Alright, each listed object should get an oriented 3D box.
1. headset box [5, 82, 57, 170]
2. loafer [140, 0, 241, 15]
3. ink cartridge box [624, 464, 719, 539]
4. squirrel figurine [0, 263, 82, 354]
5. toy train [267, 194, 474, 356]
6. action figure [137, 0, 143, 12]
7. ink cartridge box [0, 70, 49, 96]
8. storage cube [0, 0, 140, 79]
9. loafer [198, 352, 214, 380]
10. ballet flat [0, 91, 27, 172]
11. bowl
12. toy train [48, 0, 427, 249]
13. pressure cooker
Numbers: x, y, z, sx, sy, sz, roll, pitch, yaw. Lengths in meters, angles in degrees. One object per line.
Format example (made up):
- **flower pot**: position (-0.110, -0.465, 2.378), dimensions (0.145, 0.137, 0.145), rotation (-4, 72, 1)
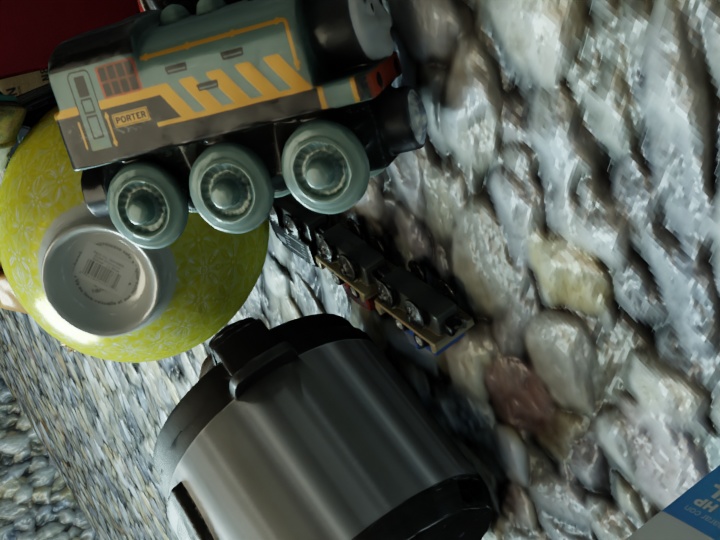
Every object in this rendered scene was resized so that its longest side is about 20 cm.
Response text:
- **headset box**: position (-0.210, -0.058, 0.932), dimensions (0.199, 0.092, 0.177), rotation (19, 132, 58)
- **loafer**: position (-0.096, -0.153, 0.663), dimensions (0.071, 0.072, 0.203), rotation (13, 127, 59)
- **ink cartridge box**: position (0.117, 0.194, 0.454), dimensions (0.084, 0.198, 0.147), rotation (27, 139, 52)
- **squirrel figurine**: position (-0.336, -0.005, 1.314), dimensions (0.201, 0.142, 0.186), rotation (51, 148, -10)
- **toy train**: position (0.000, 0.000, 0.699), dimensions (0.199, 0.034, 0.046), rotation (35, 149, 48)
- **action figure**: position (-0.145, -0.249, 0.718), dimensions (0.065, 0.051, 0.202), rotation (37, 149, 38)
- **ink cartridge box**: position (-0.335, -0.214, 1.082), dimensions (0.164, 0.074, 0.203), rotation (22, 127, 55)
- **storage cube**: position (-0.276, -0.227, 0.814), dimensions (0.199, 0.178, 0.174), rotation (20, 124, 58)
- **loafer**: position (-0.110, 0.142, 1.032), dimensions (0.071, 0.072, 0.202), rotation (36, 146, 43)
- **ballet flat**: position (-0.275, -0.100, 0.823), dimensions (0.200, 0.070, 0.072), rotation (31, 144, 66)
- **bowl**: position (-0.165, -0.015, 0.788), dimensions (0.108, 0.197, 0.203), rotation (-82, -25, -67)
- **toy train**: position (-0.066, -0.083, 0.588), dimensions (0.197, 0.085, 0.116), rotation (-10, 109, 22)
- **pressure cooker**: position (-0.034, 0.128, 0.739), dimensions (0.201, 0.177, 0.177), rotation (51, 120, 25)
